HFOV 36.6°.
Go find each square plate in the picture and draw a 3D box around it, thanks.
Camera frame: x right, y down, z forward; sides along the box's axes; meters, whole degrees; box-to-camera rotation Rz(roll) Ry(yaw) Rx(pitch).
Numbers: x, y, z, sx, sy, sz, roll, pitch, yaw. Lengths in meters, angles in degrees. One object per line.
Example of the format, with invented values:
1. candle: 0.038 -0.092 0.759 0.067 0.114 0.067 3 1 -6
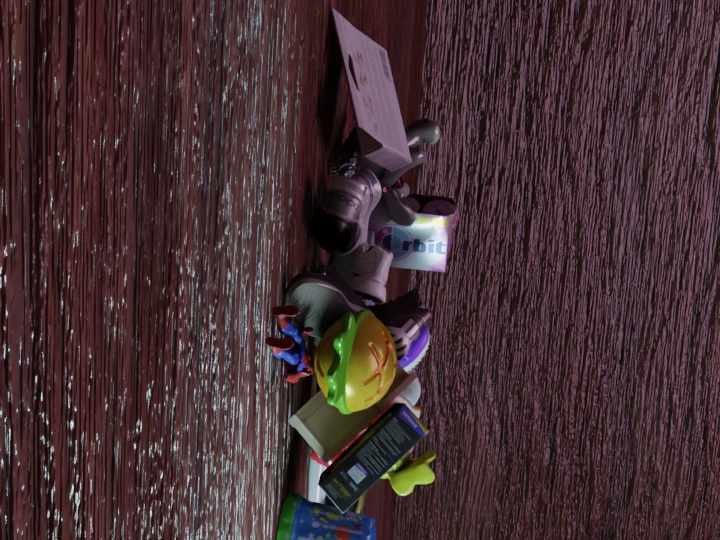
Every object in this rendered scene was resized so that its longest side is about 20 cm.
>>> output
1. square plate: -0.056 0.301 1.823 0.200 0.028 0.201 -17 111 -83

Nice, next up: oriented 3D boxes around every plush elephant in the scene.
1. plush elephant: 0.035 -0.147 1.774 0.200 0.163 0.156 -44 132 -36

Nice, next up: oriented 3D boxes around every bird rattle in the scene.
1. bird rattle: 0.024 0.271 1.752 0.112 0.198 0.165 -22 -132 63

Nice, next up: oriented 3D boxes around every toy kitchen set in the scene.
1. toy kitchen set: -0.055 0.170 1.588 0.180 0.163 0.200 -40 175 -24

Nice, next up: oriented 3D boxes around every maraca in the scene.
1. maraca: -0.010 0.117 1.409 0.200 0.105 0.139 30 67 -75

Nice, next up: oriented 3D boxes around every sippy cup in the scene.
1. sippy cup: -0.046 0.389 1.529 0.141 0.128 0.179 88 9 -49

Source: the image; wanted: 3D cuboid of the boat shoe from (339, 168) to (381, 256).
1. boat shoe: -0.022 -0.077 1.684 0.065 0.072 0.200 -31 166 -29

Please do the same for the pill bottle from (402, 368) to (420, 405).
1. pill bottle: 0.030 0.158 1.957 0.201 0.110 0.113 -112 -163 -49

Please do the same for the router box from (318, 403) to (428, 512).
1. router box: 0.015 0.257 1.526 0.157 0.052 0.200 -43 176 -6

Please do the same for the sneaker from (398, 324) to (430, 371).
1. sneaker: 0.018 0.131 1.746 0.070 0.199 0.100 57 -3 44

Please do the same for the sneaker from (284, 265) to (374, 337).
1. sneaker: -0.062 0.032 1.476 0.106 0.075 0.200 51 8 31

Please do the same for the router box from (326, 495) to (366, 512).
1. router box: -0.028 0.409 1.844 0.201 0.052 0.158 99 10 -49

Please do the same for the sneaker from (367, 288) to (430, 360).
1. sneaker: 0.037 0.075 1.653 0.115 0.199 0.076 -41 118 -25

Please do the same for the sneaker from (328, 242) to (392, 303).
1. sneaker: 0.000 0.000 1.644 0.200 0.074 0.082 8 -101 69

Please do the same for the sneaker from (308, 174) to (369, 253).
1. sneaker: -0.037 -0.060 1.566 0.088 0.073 0.200 -61 177 -21

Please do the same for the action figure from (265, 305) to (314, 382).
1. action figure: -0.082 0.102 1.385 0.200 0.051 0.066 83 10 -71

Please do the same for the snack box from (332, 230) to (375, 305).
1. snack box: -0.015 0.059 1.839 0.170 0.067 0.202 -79 172 -46

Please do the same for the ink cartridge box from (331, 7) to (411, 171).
1. ink cartridge box: 0.003 -0.268 1.633 0.176 0.044 0.203 23 51 -58

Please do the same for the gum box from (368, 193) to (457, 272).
1. gum box: 0.067 -0.070 1.890 0.066 0.197 0.115 -76 170 -55
